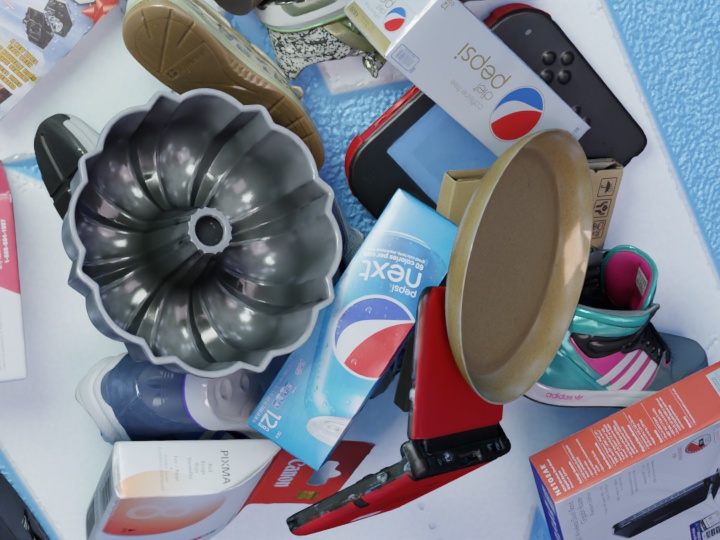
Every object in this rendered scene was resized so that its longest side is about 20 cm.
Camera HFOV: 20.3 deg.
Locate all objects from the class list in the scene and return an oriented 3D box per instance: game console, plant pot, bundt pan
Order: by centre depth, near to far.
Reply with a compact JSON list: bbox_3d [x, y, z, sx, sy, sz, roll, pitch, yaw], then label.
[{"bbox_3d":[-0.117,-0.018,1.381,0.201,0.076,0.203,7,74,-26],"label":"bundt pan"},{"bbox_3d":[0.111,-0.005,1.430,0.200,0.027,0.201,-33,130,-49],"label":"plant pot"},{"bbox_3d":[0.032,0.101,1.468,0.172,0.200,0.119,-28,79,19],"label":"game console"},{"bbox_3d":[0.102,-0.089,1.537,0.200,0.031,0.177,-42,117,5],"label":"game console"}]

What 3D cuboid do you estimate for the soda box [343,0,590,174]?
[{"bbox_3d":[0.077,-0.141,1.422,0.064,0.068,0.200,-46,136,7],"label":"soda box"}]

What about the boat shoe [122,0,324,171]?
[{"bbox_3d":[-0.093,-0.138,1.432,0.073,0.063,0.200,-26,130,19],"label":"boat shoe"}]

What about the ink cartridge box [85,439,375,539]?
[{"bbox_3d":[-0.101,0.176,1.531,0.199,0.050,0.162,3,156,-14],"label":"ink cartridge box"}]

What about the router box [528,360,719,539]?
[{"bbox_3d":[0.238,0.177,1.633,0.179,0.049,0.200,-26,145,-4],"label":"router box"}]

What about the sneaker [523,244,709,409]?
[{"bbox_3d":[0.213,0.039,1.575,0.199,0.084,0.121,-1,127,-36],"label":"sneaker"}]

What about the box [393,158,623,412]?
[{"bbox_3d":[0.114,0.011,1.553,0.163,0.021,0.201,-6,121,-32],"label":"box"}]

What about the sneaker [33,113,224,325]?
[{"bbox_3d":[-0.143,-0.052,1.471,0.201,0.076,0.115,49,52,-6],"label":"sneaker"}]

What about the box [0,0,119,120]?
[{"bbox_3d":[-0.277,-0.213,1.368,0.137,0.040,0.200,-43,117,6],"label":"box"}]

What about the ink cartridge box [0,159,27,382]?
[{"bbox_3d":[-0.342,0.009,1.420,0.199,0.086,0.148,-5,114,-12],"label":"ink cartridge box"}]

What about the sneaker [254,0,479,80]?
[{"bbox_3d":[0.019,-0.187,1.457,0.199,0.077,0.089,-10,127,-6],"label":"sneaker"}]

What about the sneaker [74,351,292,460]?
[{"bbox_3d":[-0.127,0.101,1.537,0.200,0.146,0.081,22,68,-59],"label":"sneaker"}]

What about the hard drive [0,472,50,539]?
[{"bbox_3d":[-0.335,0.189,1.523,0.135,0.042,0.200,-35,117,1],"label":"hard drive"}]

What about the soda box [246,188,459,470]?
[{"bbox_3d":[0.001,0.042,1.440,0.064,0.068,0.200,33,92,4],"label":"soda box"}]

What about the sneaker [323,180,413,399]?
[{"bbox_3d":[0.000,0.000,1.527,0.085,0.077,0.201,-33,130,-14],"label":"sneaker"}]

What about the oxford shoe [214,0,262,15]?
[{"bbox_3d":[-0.109,-0.279,1.382,0.071,0.071,0.201,-41,114,-30],"label":"oxford shoe"}]
